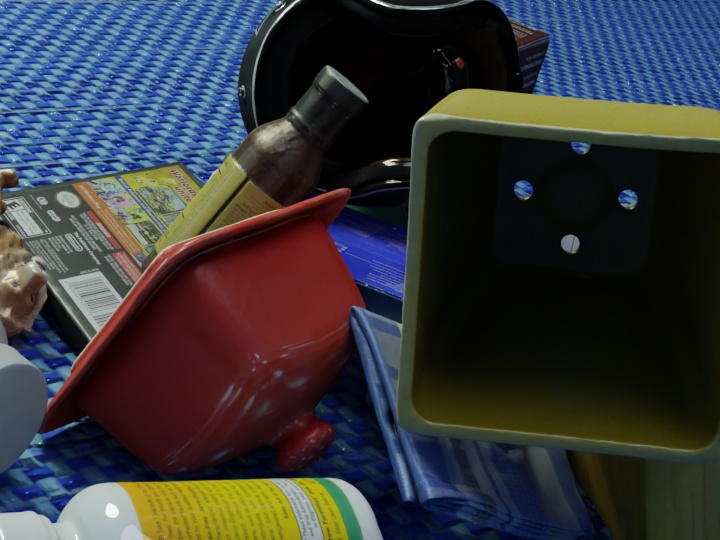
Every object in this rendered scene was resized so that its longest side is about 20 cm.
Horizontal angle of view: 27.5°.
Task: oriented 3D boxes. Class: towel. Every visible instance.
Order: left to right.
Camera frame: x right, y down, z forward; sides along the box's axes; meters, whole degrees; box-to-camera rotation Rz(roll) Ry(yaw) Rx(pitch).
[{"bbox_3d":[0.077,0.104,0.966,0.200,0.024,0.147,22,41,-47],"label":"towel"}]

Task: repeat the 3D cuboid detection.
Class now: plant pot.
[{"bbox_3d":[0.132,-0.019,0.919,0.195,0.195,0.200,5,21,5],"label":"plant pot"}]

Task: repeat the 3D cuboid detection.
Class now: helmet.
[{"bbox_3d":[0.008,-0.139,1.134,0.190,0.201,0.200,6,18,29],"label":"helmet"}]

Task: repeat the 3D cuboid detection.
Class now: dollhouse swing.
[{"bbox_3d":[0.244,0.108,1.045,0.175,0.182,0.200,-11,30,-8],"label":"dollhouse swing"}]

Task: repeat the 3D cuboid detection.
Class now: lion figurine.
[{"bbox_3d":[-0.308,-0.036,1.041,0.200,0.072,0.123,27,47,-18],"label":"lion figurine"}]

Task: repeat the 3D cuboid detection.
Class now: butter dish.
[{"bbox_3d":[-0.074,0.065,0.953,0.148,0.199,0.200,50,34,12],"label":"butter dish"}]

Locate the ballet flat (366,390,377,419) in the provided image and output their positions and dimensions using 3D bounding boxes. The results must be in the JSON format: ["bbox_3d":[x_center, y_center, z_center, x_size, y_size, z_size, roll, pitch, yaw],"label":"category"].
[{"bbox_3d":[0.049,0.061,1.114,0.074,0.074,0.200,20,22,8],"label":"ballet flat"}]

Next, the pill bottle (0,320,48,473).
[{"bbox_3d":[-0.287,0.046,0.896,0.200,0.112,0.112,30,28,27],"label":"pill bottle"}]

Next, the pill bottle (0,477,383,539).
[{"bbox_3d":[-0.095,0.166,0.766,0.200,0.113,0.113,2,28,-28],"label":"pill bottle"}]

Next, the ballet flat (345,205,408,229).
[{"bbox_3d":[-0.003,-0.083,1.255,0.074,0.074,0.200,-14,75,-48],"label":"ballet flat"}]

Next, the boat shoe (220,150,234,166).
[{"bbox_3d":[-0.048,-0.078,1.284,0.200,0.063,0.073,-9,32,-45],"label":"boat shoe"}]

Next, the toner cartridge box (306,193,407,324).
[{"bbox_3d":[0.000,0.000,1.090,0.200,0.043,0.095,22,34,32],"label":"toner cartridge box"}]

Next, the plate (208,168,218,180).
[{"bbox_3d":[-0.053,-0.018,1.269,0.199,0.032,0.200,16,25,2],"label":"plate"}]

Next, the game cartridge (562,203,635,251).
[{"bbox_3d":[0.219,0.015,1.251,0.129,0.038,0.200,4,42,17],"label":"game cartridge"}]

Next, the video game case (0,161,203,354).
[{"bbox_3d":[-0.169,-0.009,1.137,0.180,0.026,0.200,-14,44,-34],"label":"video game case"}]

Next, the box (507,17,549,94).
[{"bbox_3d":[0.055,-0.153,1.417,0.166,0.200,0.164,26,26,18],"label":"box"}]

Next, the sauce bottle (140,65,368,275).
[{"bbox_3d":[-0.072,-0.057,1.047,0.065,0.200,0.065,41,12,-11],"label":"sauce bottle"}]
